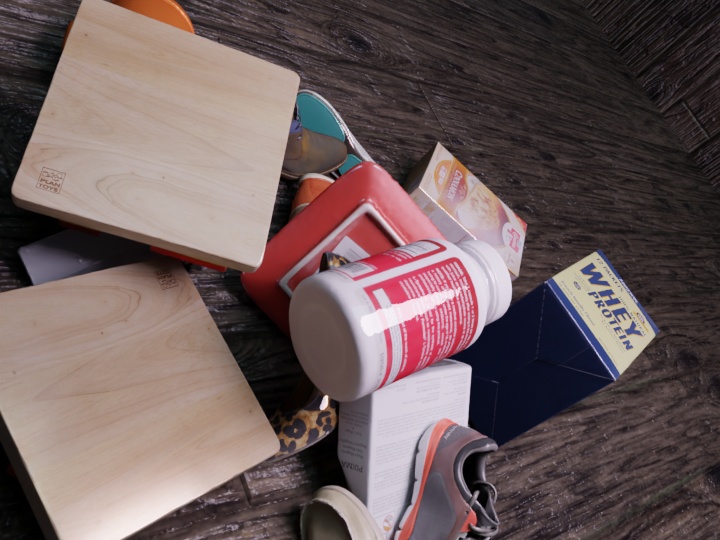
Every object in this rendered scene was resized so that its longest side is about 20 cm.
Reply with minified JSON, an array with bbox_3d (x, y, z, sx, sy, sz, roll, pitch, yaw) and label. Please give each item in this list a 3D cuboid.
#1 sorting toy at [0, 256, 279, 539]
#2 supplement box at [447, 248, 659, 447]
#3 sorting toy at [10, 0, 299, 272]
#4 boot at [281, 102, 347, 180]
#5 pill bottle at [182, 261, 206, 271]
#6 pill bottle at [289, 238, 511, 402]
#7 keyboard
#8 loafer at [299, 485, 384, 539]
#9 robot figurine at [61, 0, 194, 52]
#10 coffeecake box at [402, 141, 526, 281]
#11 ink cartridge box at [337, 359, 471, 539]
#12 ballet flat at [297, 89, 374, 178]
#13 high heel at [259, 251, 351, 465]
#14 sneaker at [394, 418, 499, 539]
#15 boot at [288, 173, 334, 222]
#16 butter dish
[{"bbox_3d":[-0.197,0.106,0.591,0.199,0.070,0.200,-17,72,-51],"label":"sorting toy"},{"bbox_3d":[0.240,0.098,0.943,0.199,0.200,0.135,-20,73,-53],"label":"supplement box"},{"bbox_3d":[-0.171,-0.109,0.646,0.198,0.070,0.201,16,65,-17],"label":"sorting toy"},{"bbox_3d":[-0.083,-0.168,0.919,0.198,0.097,0.075,-4,67,-35],"label":"boot"},{"bbox_3d":[-0.214,-0.096,0.732,0.199,0.111,0.112,34,38,-17],"label":"pill bottle"},{"bbox_3d":[0.043,0.035,0.676,0.199,0.112,0.113,-18,70,-35],"label":"pill bottle"},{"bbox_3d":[-0.203,-0.033,0.672,0.199,0.011,0.057,-26,94,-21],"label":"keyboard"},{"bbox_3d":[-0.013,0.283,0.622,0.068,0.075,0.202,11,50,-47],"label":"loafer"},{"bbox_3d":[-0.242,-0.240,0.819,0.201,0.142,0.117,-99,167,-51],"label":"robot figurine"},{"bbox_3d":[0.155,-0.077,1.122,0.200,0.073,0.154,41,36,-11],"label":"coffeecake box"},{"bbox_3d":[0.045,0.198,0.740,0.162,0.057,0.203,0,98,-48],"label":"ink cartridge box"},{"bbox_3d":[-0.027,-0.170,1.040,0.200,0.069,0.070,48,36,-7],"label":"ballet flat"},{"bbox_3d":[-0.058,0.082,0.709,0.199,0.071,0.144,-37,110,-29],"label":"high heel"},{"bbox_3d":[0.086,0.246,0.692,0.077,0.081,0.203,16,80,-48],"label":"sneaker"},{"bbox_3d":[-0.001,-0.055,0.949,0.199,0.075,0.108,29,33,-25],"label":"boot"},{"bbox_3d":[0.000,0.000,0.832,0.200,0.200,0.148,47,10,-12],"label":"butter dish"}]
